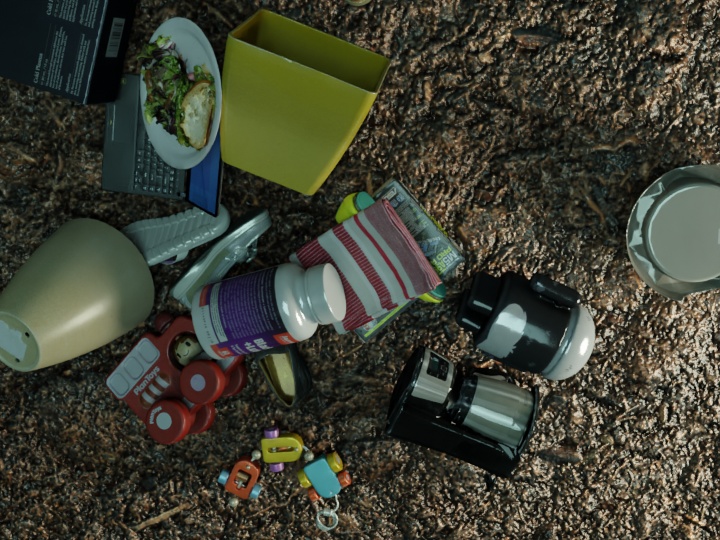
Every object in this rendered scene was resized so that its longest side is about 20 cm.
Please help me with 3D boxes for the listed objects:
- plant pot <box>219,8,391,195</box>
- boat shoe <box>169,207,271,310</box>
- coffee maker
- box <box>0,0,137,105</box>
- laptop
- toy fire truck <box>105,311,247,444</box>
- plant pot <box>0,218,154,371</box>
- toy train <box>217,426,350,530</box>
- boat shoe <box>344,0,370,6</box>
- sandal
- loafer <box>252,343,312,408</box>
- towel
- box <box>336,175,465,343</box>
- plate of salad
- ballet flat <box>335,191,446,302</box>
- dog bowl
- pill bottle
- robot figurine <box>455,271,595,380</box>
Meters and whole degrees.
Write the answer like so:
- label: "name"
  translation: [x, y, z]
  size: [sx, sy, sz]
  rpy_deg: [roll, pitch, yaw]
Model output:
- label: "plant pot"
  translation: [-0.089, -0.221, 1.308]
  size: [0.199, 0.200, 0.177]
  rpy_deg: [21, 115, -2]
- label: "boat shoe"
  translation: [-0.199, -0.015, 1.423]
  size: [0.202, 0.074, 0.065]
  rpy_deg: [-42, 104, 16]
- label: "coffee maker"
  translation: [0.141, 0.227, 1.428]
  size: [0.199, 0.135, 0.193]
  rpy_deg: [20, 105, -1]
- label: "box"
  translation: [-0.419, -0.351, 1.324]
  size: [0.181, 0.104, 0.201]
  rpy_deg: [19, 104, 5]
- label: "laptop"
  translation: [-0.282, -0.181, 1.367]
  size: [0.199, 0.103, 0.178]
  rpy_deg: [8, 104, 2]
- label: "toy fire truck"
  translation: [-0.279, 0.155, 1.458]
  size: [0.168, 0.112, 0.200]
  rpy_deg: [44, 102, 12]
- label: "plant pot"
  translation: [-0.426, 0.052, 1.356]
  size: [0.187, 0.200, 0.188]
  rpy_deg: [12, 121, 20]
- label: "toy train"
  translation: [-0.115, 0.321, 1.511]
  size: [0.199, 0.056, 0.151]
  rpy_deg: [21, 106, 1]
- label: "boat shoe"
  translation: [-0.010, -0.461, 1.295]
  size: [0.075, 0.074, 0.201]
  rpy_deg: [-8, 104, 5]
- label: "sandal"
  translation: [-0.282, -0.041, 1.427]
  size: [0.202, 0.083, 0.050]
  rpy_deg: [-15, 146, 14]
- label: "loafer"
  translation: [-0.131, 0.114, 1.448]
  size: [0.073, 0.072, 0.201]
  rpy_deg: [-26, 100, 11]
- label: "towel"
  translation: [0.000, 0.000, 1.350]
  size: [0.200, 0.023, 0.144]
  rpy_deg: [-29, 100, 36]
- label: "box"
  translation: [0.029, -0.016, 1.420]
  size: [0.200, 0.044, 0.160]
  rpy_deg: [-41, 99, 12]
- label: "plate of salad"
  translation: [-0.251, -0.236, 1.283]
  size: [0.200, 0.048, 0.201]
  rpy_deg: [12, 106, 46]
- label: "ballet flat"
  translation: [0.039, -0.024, 1.369]
  size: [0.067, 0.067, 0.200]
  rpy_deg: [-37, 97, 33]
- label: "dog bowl"
  translation: [0.476, -0.058, 1.374]
  size: [0.199, 0.059, 0.201]
  rpy_deg: [1, 105, 3]
- label: "pill bottle"
  translation: [-0.127, 0.052, 1.354]
  size: [0.199, 0.111, 0.112]
  rpy_deg: [-14, 103, 18]
- label: "robot figurine"
  translation: [0.241, 0.077, 1.391]
  size: [0.199, 0.150, 0.125]
  rpy_deg: [24, 83, -2]
